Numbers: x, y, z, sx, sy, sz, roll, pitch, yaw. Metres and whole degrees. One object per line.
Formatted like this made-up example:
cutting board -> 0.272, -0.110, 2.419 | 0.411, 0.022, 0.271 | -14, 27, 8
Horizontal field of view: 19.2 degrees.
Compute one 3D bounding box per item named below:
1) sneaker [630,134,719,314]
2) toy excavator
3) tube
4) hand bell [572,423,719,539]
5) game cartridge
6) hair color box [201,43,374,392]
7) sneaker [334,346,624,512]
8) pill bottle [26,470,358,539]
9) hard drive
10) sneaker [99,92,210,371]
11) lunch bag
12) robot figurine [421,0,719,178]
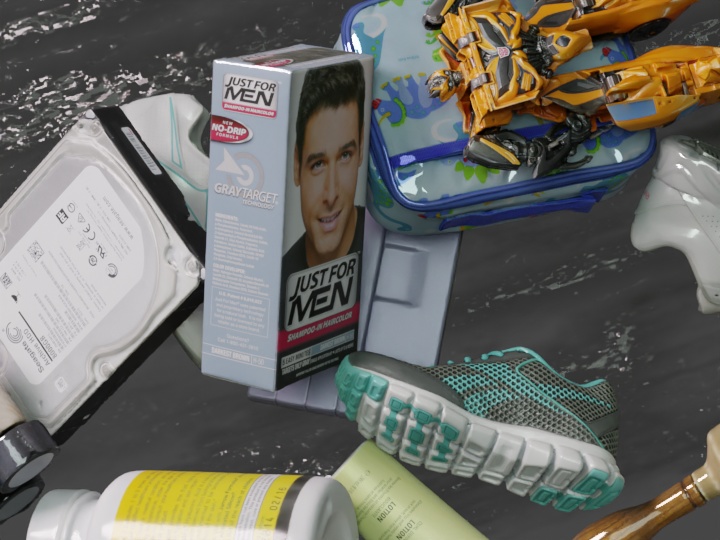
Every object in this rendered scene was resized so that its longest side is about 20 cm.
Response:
sneaker -> 0.267, -0.007, 1.404 | 0.199, 0.078, 0.100 | 29, 109, 2
toy excavator -> -0.314, 0.154, 1.389 | 0.199, 0.195, 0.100 | -31, 75, -28
tube -> 0.062, 0.194, 1.387 | 0.200, 0.058, 0.052 | 43, 46, 6
hand bell -> 0.209, 0.145, 1.375 | 0.199, 0.104, 0.105 | -31, 77, 11
game cartridge -> 0.000, 0.000, 1.439 | 0.129, 0.038, 0.202 | 10, 80, 3
hair color box -> -0.046, -0.035, 1.340 | 0.060, 0.099, 0.202 | 11, 106, 30
sneaker -> 0.081, 0.086, 1.388 | 0.199, 0.078, 0.092 | 21, 55, -7
pill bottle -> -0.109, 0.185, 1.363 | 0.198, 0.111, 0.112 | 0, 78, 18
hard drive -> -0.189, 0.008, 1.401 | 0.200, 0.038, 0.140 | -43, 75, 29
sneaker -> -0.115, -0.030, 1.436 | 0.080, 0.070, 0.202 | -18, 77, -2
lunch bag -> 0.089, -0.111, 1.408 | 0.198, 0.083, 0.162 | -10, 75, -13
robot figurine -> 0.137, -0.140, 1.351 | 0.199, 0.058, 0.146 | -13, 74, -16
